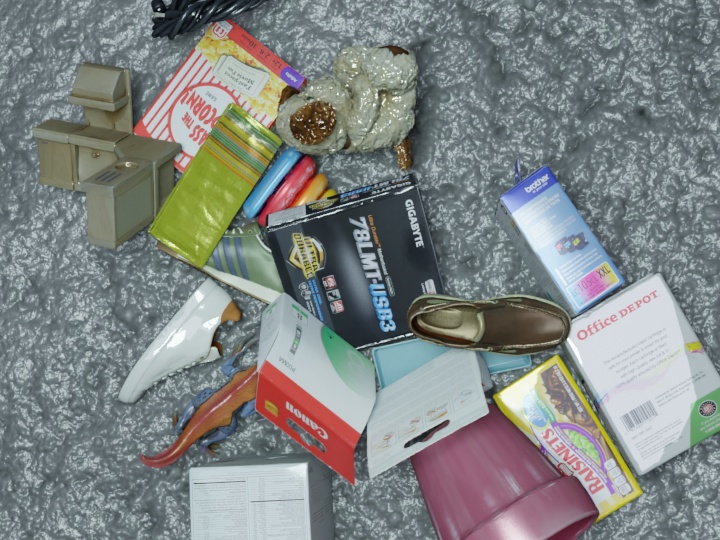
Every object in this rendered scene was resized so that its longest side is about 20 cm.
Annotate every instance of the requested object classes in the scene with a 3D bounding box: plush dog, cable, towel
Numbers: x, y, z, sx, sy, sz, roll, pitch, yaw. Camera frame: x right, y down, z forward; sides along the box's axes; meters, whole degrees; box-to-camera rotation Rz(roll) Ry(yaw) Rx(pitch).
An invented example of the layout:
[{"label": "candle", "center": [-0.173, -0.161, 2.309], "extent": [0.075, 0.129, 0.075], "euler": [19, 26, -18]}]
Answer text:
[{"label": "plush dog", "center": [-0.023, -0.193, 1.318], "extent": [0.169, 0.200, 0.163], "euler": [-11, 105, -13]}, {"label": "cable", "center": [-0.184, -0.361, 1.381], "extent": [0.197, 0.164, 0.051], "euler": [-18, 116, 3]}, {"label": "towel", "center": [-0.184, -0.110, 1.352], "extent": [0.085, 0.018, 0.202], "euler": [33, 79, -11]}]

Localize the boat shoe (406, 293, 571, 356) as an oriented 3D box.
[{"label": "boat shoe", "center": [0.151, 0.070, 1.269], "extent": [0.198, 0.075, 0.076], "euler": [0, 98, 14]}]

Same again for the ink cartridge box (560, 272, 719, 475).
[{"label": "ink cartridge box", "center": [0.350, 0.126, 1.306], "extent": [0.143, 0.084, 0.202], "euler": [-29, 82, 2]}]

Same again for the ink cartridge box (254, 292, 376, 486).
[{"label": "ink cartridge box", "center": [-0.050, 0.135, 1.253], "extent": [0.160, 0.201, 0.050], "euler": [40, 109, -21]}]

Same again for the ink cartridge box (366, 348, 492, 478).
[{"label": "ink cartridge box", "center": [0.084, 0.174, 1.262], "extent": [0.159, 0.200, 0.048], "euler": [-31, 108, 10]}]

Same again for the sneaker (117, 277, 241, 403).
[{"label": "sneaker", "center": [-0.232, 0.111, 1.376], "extent": [0.084, 0.073, 0.200], "euler": [41, 98, -7]}]

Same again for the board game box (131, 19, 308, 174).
[{"label": "board game box", "center": [-0.185, -0.215, 1.416], "extent": [0.151, 0.046, 0.201], "euler": [37, 89, 8]}]

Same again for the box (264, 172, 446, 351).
[{"label": "box", "center": [0.000, 0.000, 1.327], "extent": [0.195, 0.050, 0.203], "euler": [-14, 116, 5]}]

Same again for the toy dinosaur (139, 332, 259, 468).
[{"label": "toy dinosaur", "center": [-0.152, 0.170, 1.329], "extent": [0.105, 0.200, 0.181], "euler": [45, 122, -7]}]

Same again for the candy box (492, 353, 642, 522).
[{"label": "candy box", "center": [0.260, 0.219, 1.336], "extent": [0.101, 0.026, 0.202], "euler": [-32, 82, 6]}]

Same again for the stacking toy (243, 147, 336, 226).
[{"label": "stacking toy", "center": [-0.045, -0.059, 1.367], "extent": [0.199, 0.116, 0.110], "euler": [40, 92, -3]}]

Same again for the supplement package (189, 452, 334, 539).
[{"label": "supplement package", "center": [-0.113, 0.330, 1.281], "extent": [0.144, 0.191, 0.204], "euler": [-4, 83, 6]}]

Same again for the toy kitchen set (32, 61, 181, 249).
[{"label": "toy kitchen set", "center": [-0.349, -0.154, 1.325], "extent": [0.197, 0.181, 0.166], "euler": [11, 117, 15]}]

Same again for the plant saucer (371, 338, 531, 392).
[{"label": "plant saucer", "center": [0.116, 0.109, 1.356], "extent": [0.196, 0.019, 0.071], "euler": [-13, 106, 4]}]

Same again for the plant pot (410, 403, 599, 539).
[{"label": "plant pot", "center": [0.157, 0.270, 1.270], "extent": [0.198, 0.200, 0.180], "euler": [-34, 66, 2]}]

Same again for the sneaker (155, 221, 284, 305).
[{"label": "sneaker", "center": [-0.162, -0.026, 1.387], "extent": [0.198, 0.067, 0.091], "euler": [25, 85, 3]}]

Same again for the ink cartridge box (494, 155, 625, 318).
[{"label": "ink cartridge box", "center": [0.233, -0.043, 1.309], "extent": [0.076, 0.136, 0.201], "euler": [-34, 82, 0]}]
